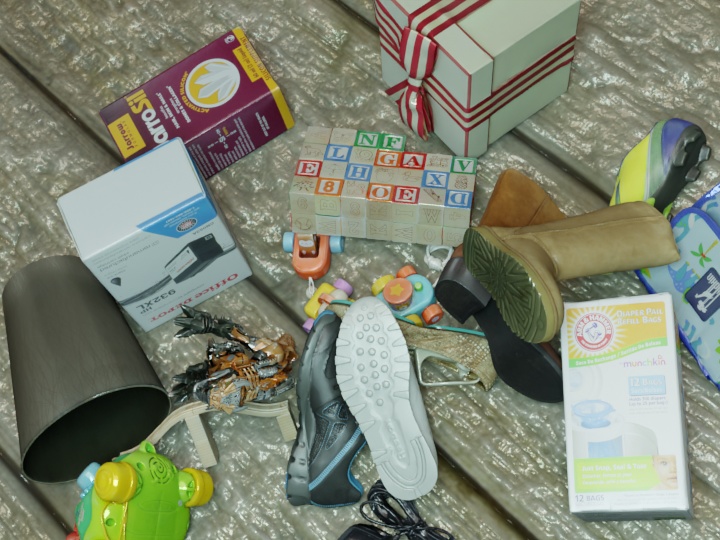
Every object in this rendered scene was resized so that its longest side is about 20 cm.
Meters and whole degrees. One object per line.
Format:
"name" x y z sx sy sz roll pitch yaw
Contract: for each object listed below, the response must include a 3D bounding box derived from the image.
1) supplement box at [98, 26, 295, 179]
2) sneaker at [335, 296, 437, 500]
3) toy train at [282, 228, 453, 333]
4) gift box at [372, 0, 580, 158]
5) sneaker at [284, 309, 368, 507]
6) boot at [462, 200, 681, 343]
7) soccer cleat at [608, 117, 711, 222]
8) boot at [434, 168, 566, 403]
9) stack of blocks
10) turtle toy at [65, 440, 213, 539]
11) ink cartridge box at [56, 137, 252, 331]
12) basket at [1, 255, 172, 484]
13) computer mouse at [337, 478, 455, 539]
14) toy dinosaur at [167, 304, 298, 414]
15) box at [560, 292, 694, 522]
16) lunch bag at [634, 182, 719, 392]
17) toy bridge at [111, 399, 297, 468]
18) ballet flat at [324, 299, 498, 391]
"supplement box" -0.193 -0.181 1.429 0.198 0.086 0.111 -32 63 -4
"sneaker" 0.028 0.125 1.201 0.075 0.080 0.203 -14 91 13
"toy train" 0.000 0.000 1.321 0.197 0.056 0.152 4 66 14
"gift box" 0.112 -0.255 1.355 0.186 0.186 0.200 -35 59 -16
"sneaker" -0.027 0.142 1.231 0.081 0.073 0.203 6 98 5
"boot" 0.217 -0.008 1.144 0.197 0.067 0.176 -8 36 -19
"soccer cleat" 0.299 -0.080 1.304 0.201 0.065 0.083 -53 36 -9
"boot" 0.177 0.016 1.260 0.188 0.068 0.201 41 47 -5
"stack of blocks" 0.028 -0.093 1.336 0.197 0.059 0.116 6 45 7
"turtle toy" -0.237 0.270 1.207 0.100 0.145 0.203 5 81 38
"ink cartridge box" -0.215 -0.033 1.301 0.144 0.200 0.084 -28 65 -3
"basket" -0.308 0.095 1.300 0.179 0.136 0.202 -36 57 16
"computer mouse" 0.000 0.313 1.181 0.199 0.053 0.138 -36 61 -20
"toy dinosaur" -0.121 0.103 1.234 0.134 0.200 0.104 12 84 20
"box" 0.255 0.134 1.157 0.111 0.101 0.203 -5 73 17
"lunch bag" 0.395 0.001 1.207 0.199 0.127 0.171 -37 63 14
"toy bridge" -0.168 0.172 1.268 0.197 0.068 0.027 -17 21 3
"ballet flat" 0.054 0.082 1.245 0.197 0.071 0.066 13 77 0
